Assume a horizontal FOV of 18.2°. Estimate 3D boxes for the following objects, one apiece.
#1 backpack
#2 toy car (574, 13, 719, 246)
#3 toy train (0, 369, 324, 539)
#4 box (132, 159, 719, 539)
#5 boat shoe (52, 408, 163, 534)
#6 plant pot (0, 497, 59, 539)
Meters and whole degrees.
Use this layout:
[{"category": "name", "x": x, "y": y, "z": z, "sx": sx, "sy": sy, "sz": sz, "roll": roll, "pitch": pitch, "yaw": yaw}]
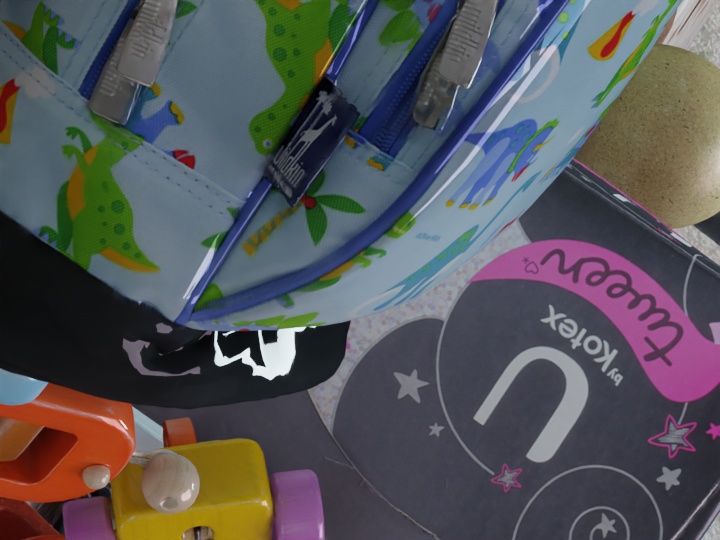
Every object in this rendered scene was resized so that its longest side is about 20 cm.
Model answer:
[{"category": "backpack", "x": 0.003, "y": -0.071, "z": 0.449, "sx": 0.201, "sy": 0.153, "sz": 0.163, "roll": -69, "pitch": 165, "yaw": 9}, {"category": "toy car", "x": 0.150, "y": -0.083, "z": 1.116, "sx": 0.158, "sy": 0.199, "sz": 0.165, "roll": -50, "pitch": 172, "yaw": -35}, {"category": "toy train", "x": -0.097, "y": 0.068, "z": 0.606, "sx": 0.200, "sy": 0.149, "sz": 0.056, "roll": -52, "pitch": -142, "yaw": 41}, {"category": "box", "x": 0.023, "y": 0.018, "z": 0.676, "sx": 0.133, "sy": 0.199, "sz": 0.115, "roll": -56, "pitch": 173, "yaw": 4}, {"category": "boat shoe", "x": -0.084, "y": 0.094, "z": 0.864, "sx": 0.091, "sy": 0.071, "sz": 0.200, "roll": -57, "pitch": 175, "yaw": -1}, {"category": "plant pot", "x": -0.137, "y": 0.232, "z": 0.727, "sx": 0.176, "sy": 0.200, "sz": 0.200, "roll": -43, "pitch": -176, "yaw": 46}]
